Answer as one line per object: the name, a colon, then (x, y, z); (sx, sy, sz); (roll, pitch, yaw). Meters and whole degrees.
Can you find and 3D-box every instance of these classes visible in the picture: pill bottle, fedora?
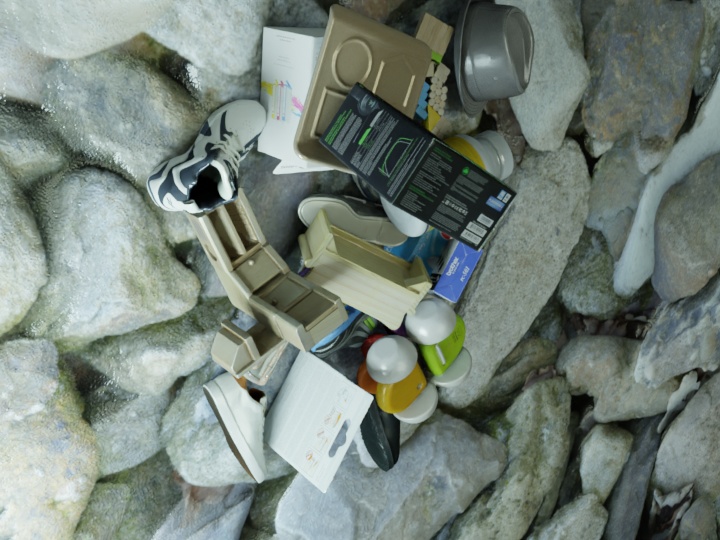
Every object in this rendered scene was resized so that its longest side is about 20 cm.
pill bottle: (0.135, -0.140, 1.396); (0.199, 0.112, 0.113); (-28, 123, -23)
fedora: (0.220, -0.341, 1.444); (0.177, 0.090, 0.201); (-50, 138, -42)

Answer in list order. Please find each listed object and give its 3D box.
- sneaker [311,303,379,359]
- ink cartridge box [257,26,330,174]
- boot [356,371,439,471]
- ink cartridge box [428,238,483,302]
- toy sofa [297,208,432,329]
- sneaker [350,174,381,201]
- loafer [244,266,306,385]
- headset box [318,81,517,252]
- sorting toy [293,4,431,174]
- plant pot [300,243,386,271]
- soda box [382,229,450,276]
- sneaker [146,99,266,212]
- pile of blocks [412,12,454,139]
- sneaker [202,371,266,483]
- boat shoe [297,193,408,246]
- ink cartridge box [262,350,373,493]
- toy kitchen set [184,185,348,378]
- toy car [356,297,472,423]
sneaker: (-0.005, 0.074, 1.450); (0.199, 0.071, 0.083); (-31, 144, -29)
ink cartridge box: (-0.056, -0.230, 1.272); (0.128, 0.125, 0.202); (-10, 113, -37)
boot: (0.073, 0.236, 1.603); (0.162, 0.073, 0.200); (-31, 120, -26)
ink cartridge box: (0.142, -0.001, 1.490); (0.044, 0.200, 0.095); (28, 88, -3)
toy sofa: (0.000, 0.000, 1.371); (0.199, 0.083, 0.098); (25, 113, -24)
sneaker: (0.037, -0.199, 1.389); (0.077, 0.085, 0.202); (-11, 115, -36)
loafer: (-0.114, 0.081, 1.374); (0.063, 0.072, 0.200); (42, 77, -15)
headset box: (0.067, -0.133, 1.151); (0.174, 0.200, 0.093); (25, 103, -41)
sorting toy: (0.002, -0.230, 1.216); (0.184, 0.036, 0.202); (10, 97, -42)
plant pot: (-0.015, 0.026, 1.475); (0.199, 0.027, 0.202); (-17, 118, -34)
soda box: (0.116, -0.089, 1.493); (0.064, 0.068, 0.201); (41, 72, -41)
sneaker: (-0.177, -0.144, 1.203); (0.199, 0.129, 0.080); (-39, 129, -21)
pile of blocks: (0.094, -0.295, 1.419); (0.081, 0.062, 0.202); (-6, 103, -27)
sneaker: (-0.167, 0.238, 1.402); (0.084, 0.073, 0.201); (-31, 123, -23)
boat shoe: (-0.016, -0.081, 1.415); (0.199, 0.057, 0.067); (13, 112, -30)
ink cartridge box: (-0.060, 0.228, 1.401); (0.050, 0.199, 0.163); (28, 89, -43)
toy kitchen set: (-0.158, 0.018, 1.235); (0.163, 0.199, 0.181); (-38, 128, -22)
toy car: (0.078, 0.134, 1.489); (0.200, 0.150, 0.176); (-42, 134, -16)
